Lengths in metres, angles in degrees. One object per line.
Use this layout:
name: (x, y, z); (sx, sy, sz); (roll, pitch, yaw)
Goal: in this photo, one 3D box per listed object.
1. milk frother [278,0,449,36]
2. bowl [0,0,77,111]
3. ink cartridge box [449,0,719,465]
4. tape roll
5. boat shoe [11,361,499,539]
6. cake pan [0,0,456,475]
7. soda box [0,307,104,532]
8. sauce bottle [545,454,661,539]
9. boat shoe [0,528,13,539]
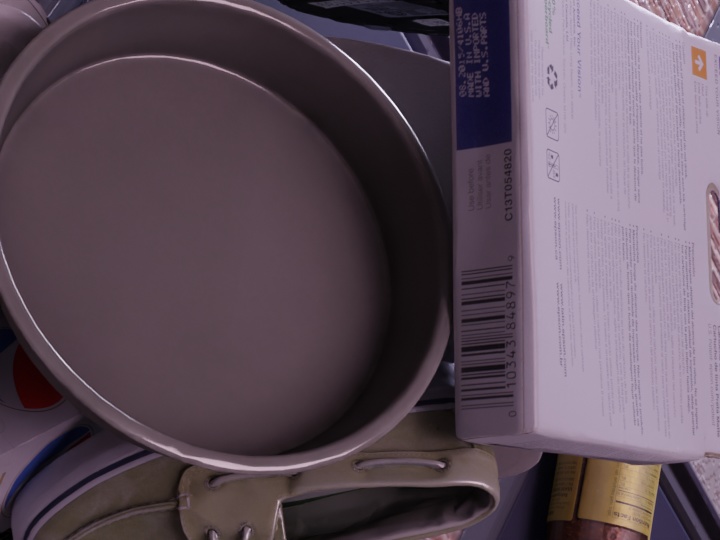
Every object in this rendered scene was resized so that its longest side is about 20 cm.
milk frother: (-0.019, -0.217, 0.989); (0.200, 0.180, 0.189); (12, 84, -59)
bowl: (-0.174, -0.059, 0.853); (0.201, 0.094, 0.201); (1, 89, -54)
ink cartridge box: (0.104, -0.019, 0.923); (0.200, 0.041, 0.200); (14, 72, -54)
tape roll: (0.000, 0.000, 0.991); (0.203, 0.202, 0.140); (35, 62, -47)
boat shoe: (-0.041, 0.089, 0.861); (0.062, 0.199, 0.072); (-107, 180, -46)
cake pan: (-0.057, -0.013, 0.830); (0.200, 0.037, 0.201); (13, 62, -25)
soda box: (-0.168, 0.072, 0.863); (0.200, 0.064, 0.068); (-28, 155, -50)
sauce bottle: (0.142, 0.151, 1.295); (0.066, 0.066, 0.201); (28, 70, -49)
boat shoe: (-0.123, 0.126, 0.940); (0.200, 0.062, 0.075); (-27, 125, -35)
